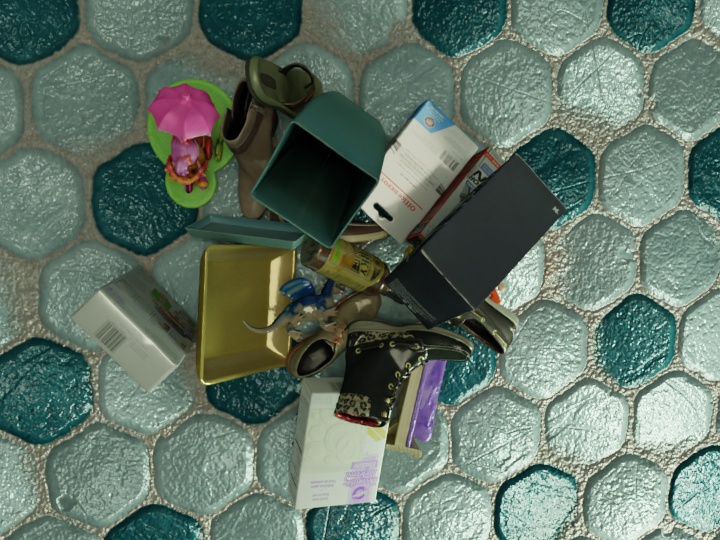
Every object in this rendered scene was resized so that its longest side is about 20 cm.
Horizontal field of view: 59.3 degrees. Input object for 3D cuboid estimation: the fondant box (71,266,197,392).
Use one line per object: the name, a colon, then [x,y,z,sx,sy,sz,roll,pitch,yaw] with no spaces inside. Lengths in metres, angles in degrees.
fondant box: [-0.318,0.079,0.927,0.058,0.200,0.145,-42,100,3]

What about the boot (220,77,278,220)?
boot: [-0.170,-0.183,0.951,0.069,0.146,0.204,8,89,9]

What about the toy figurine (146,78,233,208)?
toy figurine: [-0.256,-0.192,0.924,0.147,0.184,0.204,6,96,-8]

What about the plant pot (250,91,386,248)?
plant pot: [-0.043,-0.170,0.941,0.140,0.201,0.142,33,128,-9]

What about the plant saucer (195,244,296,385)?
plant saucer: [-0.184,0.059,0.983,0.048,0.199,0.205,7,96,33]

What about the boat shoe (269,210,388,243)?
boat shoe: [-0.051,-0.082,1.022,0.195,0.072,0.074,1,95,-2]

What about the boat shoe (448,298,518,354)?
boat shoe: [0.165,0.062,0.997,0.199,0.072,0.061,31,65,-16]

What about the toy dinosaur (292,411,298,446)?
toy dinosaur: [-0.055,0.263,1.073,0.100,0.058,0.203,26,95,-25]

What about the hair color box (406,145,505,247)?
hair color box: [0.180,-0.089,1.028,0.111,0.064,0.201,43,73,-10]

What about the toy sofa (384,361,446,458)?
toy sofa: [0.100,0.202,1.063,0.096,0.083,0.204,12,94,-7]

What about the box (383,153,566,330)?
box: [0.152,-0.034,0.878,0.104,0.182,0.200,46,71,0]

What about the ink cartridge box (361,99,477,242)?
ink cartridge box: [0.082,-0.158,1.031,0.116,0.068,0.201,39,89,-9]

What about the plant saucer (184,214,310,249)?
plant saucer: [-0.169,-0.059,0.965,0.196,0.070,0.019,7,116,23]

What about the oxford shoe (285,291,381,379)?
oxford shoe: [-0.035,0.108,1.035,0.200,0.075,0.071,-45,102,-8]

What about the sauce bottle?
sauce bottle: [0.000,0.000,0.997,0.198,0.064,0.066,24,92,-32]

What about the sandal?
sandal: [-0.099,-0.272,0.938,0.056,0.200,0.081,-13,94,23]

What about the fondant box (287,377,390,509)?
fondant box: [-0.033,0.276,1.022,0.141,0.058,0.204,3,106,-23]

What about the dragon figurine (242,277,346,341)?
dragon figurine: [-0.095,0.054,1.004,0.196,0.100,0.060,-14,132,-17]

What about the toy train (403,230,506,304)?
toy train: [0.150,0.006,1.069,0.149,0.056,0.202,-30,94,-21]

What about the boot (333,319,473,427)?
boot: [0.062,0.160,0.946,0.199,0.074,0.156,5,59,16]
